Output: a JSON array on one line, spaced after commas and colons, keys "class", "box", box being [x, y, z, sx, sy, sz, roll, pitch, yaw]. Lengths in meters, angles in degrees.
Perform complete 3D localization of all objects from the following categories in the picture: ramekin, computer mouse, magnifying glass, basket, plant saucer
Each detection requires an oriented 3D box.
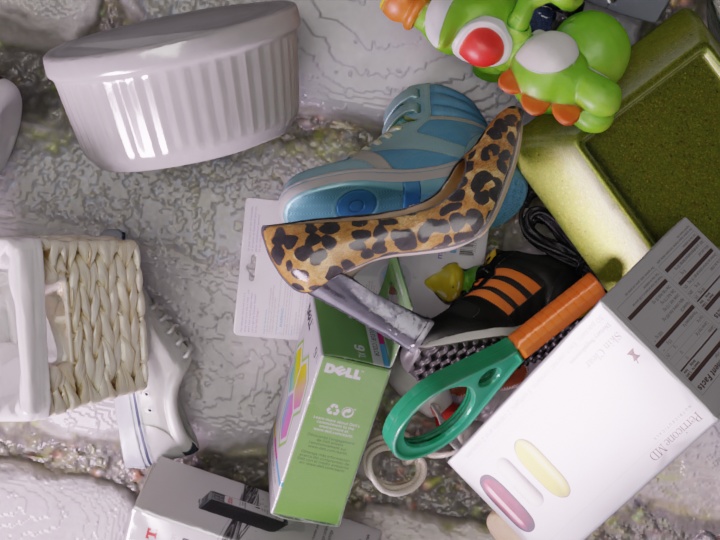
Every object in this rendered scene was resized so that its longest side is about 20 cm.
[{"class": "ramekin", "box": [-0.138, -0.142, 1.208, 0.200, 0.203, 0.095, -9, 105, 4]}, {"class": "computer mouse", "box": [0.213, -0.073, 1.252, 0.140, 0.046, 0.201, 30, 77, 10]}, {"class": "magnifying glass", "box": [0.101, 0.072, 1.170, 0.200, 0.080, 0.022, -40, 57, -1]}, {"class": "basket", "box": [-0.269, 0.037, 1.220, 0.199, 0.123, 0.137, 1, 96, 44]}, {"class": "plant saucer", "box": [0.246, -0.077, 1.195, 0.199, 0.048, 0.201, -36, 90, -14]}]

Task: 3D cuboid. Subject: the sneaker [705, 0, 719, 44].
[{"class": "sneaker", "box": [0.294, -0.255, 1.221, 0.077, 0.086, 0.202, -23, 93, 4]}]

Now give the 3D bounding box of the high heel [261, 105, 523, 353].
[{"class": "high heel", "box": [0.026, -0.059, 1.133, 0.142, 0.071, 0.201, 30, 83, -4]}]

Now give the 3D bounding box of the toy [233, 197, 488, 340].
[{"class": "toy", "box": [0.000, 0.000, 1.276, 0.197, 0.047, 0.117, 5, 107, -5]}]

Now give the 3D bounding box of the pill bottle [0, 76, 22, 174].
[{"class": "pill bottle", "box": [-0.383, -0.136, 1.261, 0.198, 0.109, 0.110, 22, 96, 2]}]

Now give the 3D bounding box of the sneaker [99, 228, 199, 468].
[{"class": "sneaker", "box": [-0.175, 0.062, 1.291, 0.070, 0.073, 0.202, -9, 103, -5]}]

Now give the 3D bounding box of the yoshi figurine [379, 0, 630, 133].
[{"class": "yoshi figurine", "box": [0.122, -0.184, 1.173, 0.199, 0.112, 0.112, 38, 93, 11]}]

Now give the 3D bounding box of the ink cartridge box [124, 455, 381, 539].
[{"class": "ink cartridge box", "box": [-0.099, 0.258, 1.271, 0.198, 0.084, 0.146, 18, 114, 3]}]

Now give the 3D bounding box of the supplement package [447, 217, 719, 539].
[{"class": "supplement package", "box": [0.185, 0.089, 1.121, 0.111, 0.156, 0.200, 44, 130, 8]}]

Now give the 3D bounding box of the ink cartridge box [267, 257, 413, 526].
[{"class": "ink cartridge box", "box": [-0.021, 0.087, 1.228, 0.059, 0.104, 0.202, 13, 114, -12]}]

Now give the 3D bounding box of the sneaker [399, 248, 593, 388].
[{"class": "sneaker", "box": [0.104, 0.029, 1.232, 0.198, 0.070, 0.091, -12, 60, -29]}]

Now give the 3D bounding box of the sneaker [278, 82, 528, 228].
[{"class": "sneaker", "box": [0.020, -0.086, 1.227, 0.198, 0.131, 0.080, -5, 137, -19]}]

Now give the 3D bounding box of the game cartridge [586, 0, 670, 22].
[{"class": "game cartridge", "box": [0.171, -0.284, 1.215, 0.199, 0.041, 0.134, 33, 133, 4]}]

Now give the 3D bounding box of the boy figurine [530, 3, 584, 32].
[{"class": "boy figurine", "box": [0.080, -0.232, 1.240, 0.198, 0.065, 0.125, 21, 136, 12]}]

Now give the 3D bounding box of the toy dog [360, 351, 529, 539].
[{"class": "toy dog", "box": [0.109, 0.136, 1.241, 0.199, 0.096, 0.133, 27, 61, -11]}]
